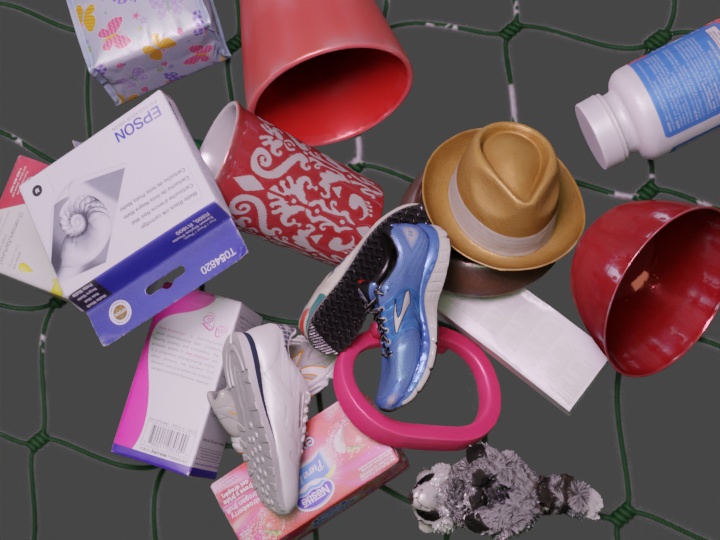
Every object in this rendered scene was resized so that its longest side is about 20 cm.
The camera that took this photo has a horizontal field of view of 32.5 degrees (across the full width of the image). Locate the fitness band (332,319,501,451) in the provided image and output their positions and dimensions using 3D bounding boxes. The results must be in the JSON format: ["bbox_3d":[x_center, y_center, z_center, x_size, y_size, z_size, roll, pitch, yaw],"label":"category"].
[{"bbox_3d":[0.063,0.128,1.360,0.198,0.037,0.145,7,57,-25],"label":"fitness band"}]

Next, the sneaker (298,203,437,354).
[{"bbox_3d":[0.000,0.001,1.369,0.070,0.093,0.200,42,82,-21],"label":"sneaker"}]

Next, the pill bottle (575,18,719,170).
[{"bbox_3d":[0.348,-0.194,1.389,0.198,0.112,0.113,-26,74,3],"label":"pill bottle"}]

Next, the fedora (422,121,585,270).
[{"bbox_3d":[0.161,-0.096,1.341,0.198,0.082,0.203,4,54,-5],"label":"fedora"}]

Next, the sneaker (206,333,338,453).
[{"bbox_3d":[-0.088,0.107,1.387,0.200,0.075,0.092,-48,116,-26],"label":"sneaker"}]

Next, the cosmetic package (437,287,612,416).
[{"bbox_3d":[0.180,0.070,1.393,0.199,0.051,0.083,38,83,16],"label":"cosmetic package"}]

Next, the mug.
[{"bbox_3d":[-0.084,-0.102,1.417,0.198,0.178,0.134,24,121,-21],"label":"mug"}]

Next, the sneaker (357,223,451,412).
[{"bbox_3d":[0.033,0.047,1.295,0.088,0.078,0.203,11,80,-19],"label":"sneaker"}]

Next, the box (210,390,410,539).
[{"bbox_3d":[-0.053,0.229,1.377,0.199,0.100,0.096,-33,74,1],"label":"box"}]

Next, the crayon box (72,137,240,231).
[{"bbox_3d":[-0.229,-0.098,1.429,0.051,0.199,0.127,-33,73,25],"label":"crayon box"}]

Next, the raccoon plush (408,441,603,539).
[{"bbox_3d":[0.149,0.264,1.359,0.198,0.134,0.098,24,64,-17],"label":"raccoon plush"}]

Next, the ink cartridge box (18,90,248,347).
[{"bbox_3d":[-0.243,-0.055,1.308,0.198,0.041,0.201,-32,73,9],"label":"ink cartridge box"}]

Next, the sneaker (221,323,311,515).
[{"bbox_3d":[-0.086,0.157,1.314,0.080,0.076,0.203,-9,87,-33],"label":"sneaker"}]

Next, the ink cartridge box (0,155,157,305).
[{"bbox_3d":[-0.341,-0.036,1.499,0.198,0.083,0.147,19,82,14],"label":"ink cartridge box"}]

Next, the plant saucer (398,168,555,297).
[{"bbox_3d":[0.138,-0.064,1.406,0.197,0.035,0.202,-3,58,4],"label":"plant saucer"}]

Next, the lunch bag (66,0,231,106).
[{"bbox_3d":[-0.274,-0.337,1.534,0.168,0.127,0.202,-20,68,4],"label":"lunch bag"}]

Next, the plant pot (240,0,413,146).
[{"bbox_3d":[-0.055,-0.272,1.455,0.198,0.201,0.179,-20,65,6],"label":"plant pot"}]

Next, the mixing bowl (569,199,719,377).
[{"bbox_3d":[0.299,0.001,1.331,0.201,0.200,0.108,-49,47,-3],"label":"mixing bowl"}]

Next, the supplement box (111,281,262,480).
[{"bbox_3d":[-0.197,0.128,1.426,0.100,0.103,0.202,14,82,14],"label":"supplement box"}]
